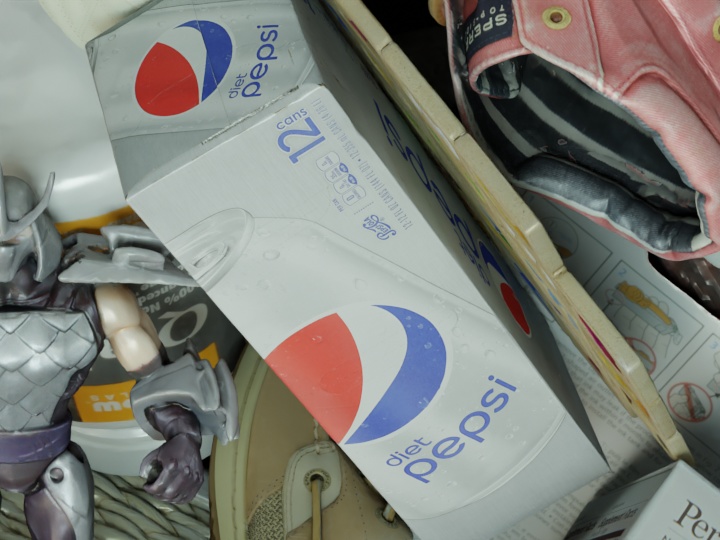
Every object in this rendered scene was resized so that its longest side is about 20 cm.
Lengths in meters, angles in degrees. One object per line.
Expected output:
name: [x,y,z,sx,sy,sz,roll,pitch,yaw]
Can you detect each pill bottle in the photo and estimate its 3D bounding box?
pill bottle: [-0.084,-0.020,0.920,0.116,0.117,0.200,23,154,18]

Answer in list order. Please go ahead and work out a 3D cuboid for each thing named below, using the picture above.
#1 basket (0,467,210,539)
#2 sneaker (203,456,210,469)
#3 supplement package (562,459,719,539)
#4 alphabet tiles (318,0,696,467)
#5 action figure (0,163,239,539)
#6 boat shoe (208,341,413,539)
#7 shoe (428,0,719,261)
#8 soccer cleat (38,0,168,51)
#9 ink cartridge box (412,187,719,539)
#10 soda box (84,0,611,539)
basket: [-0.098,0.183,0.989,0.199,0.161,0.199,29,114,12]
sneaker: [-0.097,0.084,1.108,0.200,0.067,0.108,29,151,8]
supplement package: [0.085,0.186,0.844,0.151,0.201,0.151,35,170,1]
alphabet tiles: [0.027,-0.031,0.812,0.200,0.006,0.166,52,179,24]
action figure: [-0.100,0.060,0.821,0.129,0.069,0.201,3,116,2]
boat shoe: [-0.013,0.096,0.887,0.064,0.201,0.071,-1,142,10]
shoe: [0.043,-0.094,0.763,0.200,0.091,0.071,42,144,-7]
soccer cleat: [-0.073,-0.117,0.741,0.069,0.078,0.201,19,144,8]
ink cartridge box: [0.085,0.049,0.944,0.162,0.057,0.200,38,124,0]
soda box: [0.000,0.000,0.821,0.063,0.069,0.200,-29,136,9]
